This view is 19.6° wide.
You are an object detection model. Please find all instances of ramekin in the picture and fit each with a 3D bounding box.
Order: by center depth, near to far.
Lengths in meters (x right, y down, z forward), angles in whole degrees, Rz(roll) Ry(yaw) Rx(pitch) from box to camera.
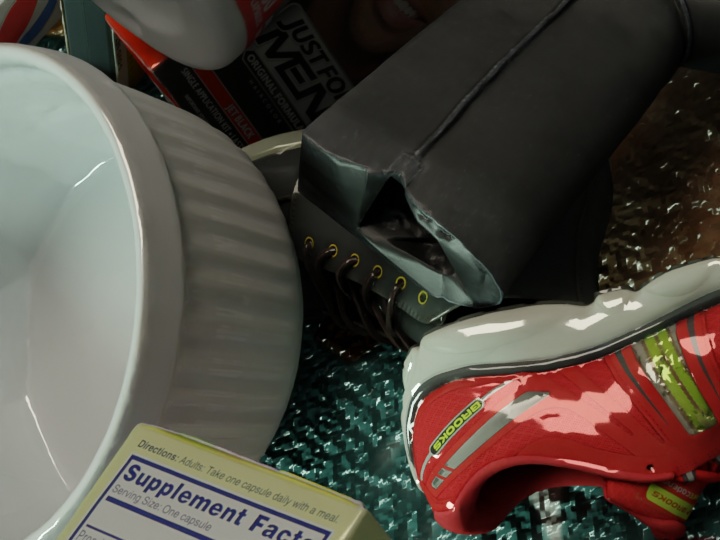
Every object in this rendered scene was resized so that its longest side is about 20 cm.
[{"bbox_3d":[-0.115,0.019,0.809,0.200,0.105,0.200,-7,79,40],"label":"ramekin"}]

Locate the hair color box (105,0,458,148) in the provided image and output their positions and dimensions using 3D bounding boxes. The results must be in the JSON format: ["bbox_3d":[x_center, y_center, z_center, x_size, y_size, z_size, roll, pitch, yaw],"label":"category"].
[{"bbox_3d":[-0.001,-0.129,0.923,0.200,0.102,0.061,-39,41,-3],"label":"hair color box"}]

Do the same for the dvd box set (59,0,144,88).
[{"bbox_3d":[-0.083,-0.193,1.015,0.029,0.146,0.200,26,64,10],"label":"dvd box set"}]

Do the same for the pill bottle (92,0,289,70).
[{"bbox_3d":[-0.032,-0.188,0.837,0.114,0.114,0.200,25,68,45],"label":"pill bottle"}]

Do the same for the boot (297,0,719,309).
[{"bbox_3d":[0.097,-0.059,0.763,0.165,0.066,0.200,27,51,29],"label":"boot"}]

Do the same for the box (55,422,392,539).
[{"bbox_3d":[-0.047,0.181,0.605,0.097,0.176,0.200,16,62,42],"label":"box"}]

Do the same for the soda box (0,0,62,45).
[{"bbox_3d":[-0.176,-0.174,1.096,0.064,0.068,0.200,36,74,13],"label":"soda box"}]

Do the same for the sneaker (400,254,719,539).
[{"bbox_3d":[0.112,0.049,0.718,0.200,0.077,0.085,-15,68,20],"label":"sneaker"}]

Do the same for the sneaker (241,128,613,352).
[{"bbox_3d":[0.000,0.000,0.819,0.200,0.075,0.106,-15,41,21],"label":"sneaker"}]
